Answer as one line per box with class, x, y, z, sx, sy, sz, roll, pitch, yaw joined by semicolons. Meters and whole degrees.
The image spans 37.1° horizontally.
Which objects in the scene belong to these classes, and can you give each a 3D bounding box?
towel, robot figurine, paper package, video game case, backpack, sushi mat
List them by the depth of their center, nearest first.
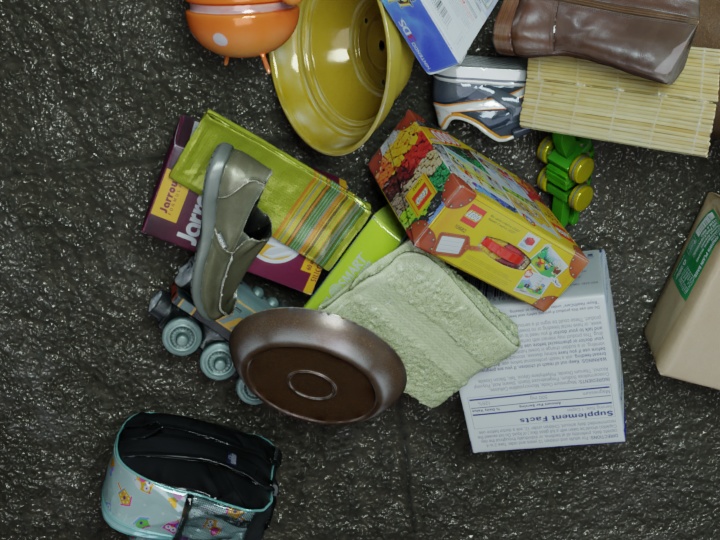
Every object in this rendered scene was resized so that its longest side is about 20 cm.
video game case;0.059;-0.317;0.992;0.045;0.182;0.201;-11;125;42
robot figurine;-0.114;-0.292;1.016;0.141;0.117;0.204;0;110;5
sushi mat;0.243;-0.171;1.020;0.197;0.012;0.098;15;105;33
towel;-0.091;-0.079;1.096;0.198;0.018;0.087;30;110;-16
towel;0.064;0.060;1.127;0.148;0.037;0.200;-37;123;20
paper package;0.452;0.039;1.240;0.187;0.104;0.203;15;117;-11
backpack;-0.209;0.261;1.276;0.197;0.176;0.155;23;110;-10

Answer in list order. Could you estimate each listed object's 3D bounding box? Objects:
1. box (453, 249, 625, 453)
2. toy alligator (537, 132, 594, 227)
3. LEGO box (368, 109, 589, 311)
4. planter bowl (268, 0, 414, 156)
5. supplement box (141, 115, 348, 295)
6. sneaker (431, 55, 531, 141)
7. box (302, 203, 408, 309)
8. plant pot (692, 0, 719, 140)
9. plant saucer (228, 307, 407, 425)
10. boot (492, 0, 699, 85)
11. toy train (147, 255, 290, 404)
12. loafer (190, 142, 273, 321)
box;0.204;0.095;1.235;0.181;0.105;0.203;-6;118;15
toy alligator;0.235;-0.092;1.189;0.054;0.059;0.202;-34;139;-22
LEGO box;0.121;-0.060;1.111;0.198;0.150;0.077;25;114;-36
planter bowl;-0.005;-0.220;1.062;0.082;0.200;0.204;-13;125;-36
supplement box;-0.123;-0.070;1.157;0.197;0.086;0.112;20;115;-13
sneaker;0.172;-0.180;1.124;0.196;0.079;0.081;4;113;7
box;0.000;0.000;1.178;0.047;0.122;0.201;39;110;3
plant pot;0.391;-0.198;1.020;0.198;0.198;0.203;-19;128;-26
plant saucer;-0.049;0.112;1.144;0.196;0.032;0.202;10;143;8
boot;0.238;-0.272;0.997;0.064;0.198;0.190;21;86;-53
toy train;-0.144;0.067;1.235;0.199;0.085;0.114;36;99;-19
loafer;-0.126;-0.028;1.075;0.068;0.076;0.202;13;127;2
